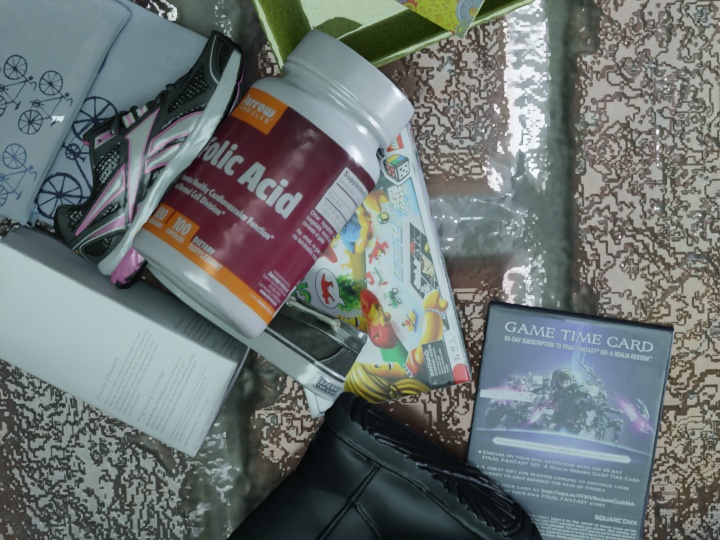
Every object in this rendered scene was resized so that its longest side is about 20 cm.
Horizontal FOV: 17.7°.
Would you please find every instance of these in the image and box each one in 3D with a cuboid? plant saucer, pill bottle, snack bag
[{"bbox_3d":[0.006,-0.255,1.693,0.199,0.048,0.201,-22,96,7],"label":"plant saucer"},{"bbox_3d":[-0.058,-0.063,1.630,0.114,0.114,0.200,37,84,-2],"label":"pill bottle"},{"bbox_3d":[-0.211,-0.116,1.701,0.199,0.021,0.189,24,100,-26],"label":"snack bag"}]

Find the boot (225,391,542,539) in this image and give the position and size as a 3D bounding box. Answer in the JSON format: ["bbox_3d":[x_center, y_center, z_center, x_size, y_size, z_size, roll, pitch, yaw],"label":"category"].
[{"bbox_3d":[0.016,0.209,1.742,0.200,0.076,0.168,34,109,-2],"label":"boot"}]

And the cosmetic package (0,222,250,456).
[{"bbox_3d":[-0.188,0.048,1.724,0.199,0.108,0.085,26,101,1],"label":"cosmetic package"}]

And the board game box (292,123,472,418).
[{"bbox_3d":[0.000,0.000,1.739,0.126,0.035,0.201,-14,98,7],"label":"board game box"}]

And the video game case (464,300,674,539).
[{"bbox_3d":[0.153,0.132,1.758,0.142,0.019,0.201,8,98,2],"label":"video game case"}]

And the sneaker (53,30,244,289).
[{"bbox_3d":[-0.156,-0.092,1.681,0.086,0.080,0.201,30,84,-3],"label":"sneaker"}]

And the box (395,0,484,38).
[{"bbox_3d":[0.023,-0.278,1.556,0.199,0.193,0.122,29,113,-1],"label":"box"}]

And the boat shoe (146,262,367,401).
[{"bbox_3d":[-0.078,0.020,1.709,0.200,0.071,0.064,33,91,26],"label":"boat shoe"}]

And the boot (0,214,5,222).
[{"bbox_3d":[-0.283,-0.087,1.736,0.096,0.074,0.200,43,104,-13],"label":"boot"}]
